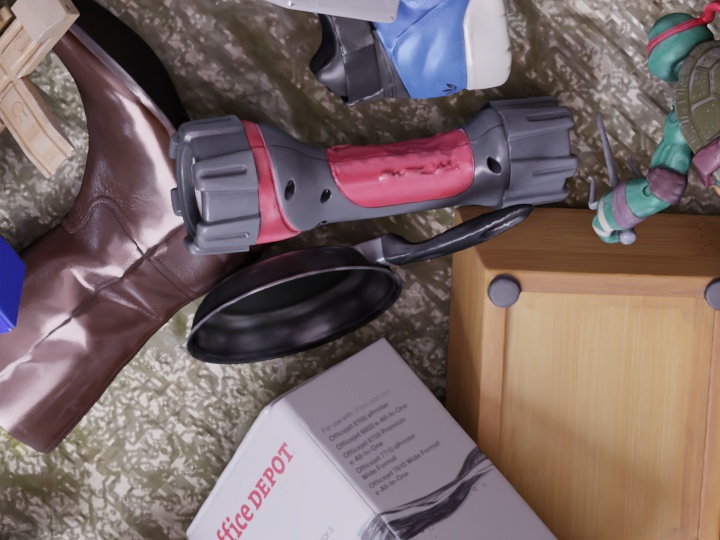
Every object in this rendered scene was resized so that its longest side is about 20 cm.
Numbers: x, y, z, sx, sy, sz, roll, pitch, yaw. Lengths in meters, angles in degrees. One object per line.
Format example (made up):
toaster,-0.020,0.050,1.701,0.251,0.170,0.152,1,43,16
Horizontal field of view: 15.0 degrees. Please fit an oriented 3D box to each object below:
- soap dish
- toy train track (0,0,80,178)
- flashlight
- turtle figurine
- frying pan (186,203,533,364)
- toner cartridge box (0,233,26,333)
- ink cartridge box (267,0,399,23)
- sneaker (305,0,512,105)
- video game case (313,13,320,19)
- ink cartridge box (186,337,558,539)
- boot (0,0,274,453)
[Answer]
soap dish,0.122,0.071,1.407,0.156,0.081,0.201,2,105,1
toy train track,-0.212,-0.069,1.371,0.200,0.032,0.115,-46,69,28
flashlight,0.008,-0.052,1.352,0.199,0.068,0.068,-9,108,-15
turtle figurine,0.182,-0.055,1.327,0.149,0.101,0.201,-29,77,-4
frying pan,-0.014,0.001,1.363,0.190,0.114,0.031,-39,62,45
toner cartridge box,-0.277,0.005,1.370,0.199,0.043,0.095,-11,138,21
ink cartridge box,-0.056,-0.198,1.289,0.068,0.200,0.116,3,106,-41
sneaker,0.005,-0.177,1.322,0.110,0.077,0.201,-11,112,-5
video game case,0.015,-0.226,1.357,0.143,0.017,0.200,40,103,-9
ink cartridge box,0.022,0.158,1.365,0.200,0.084,0.145,49,140,14
boot,-0.163,-0.023,1.402,0.200,0.064,0.187,-39,99,16
